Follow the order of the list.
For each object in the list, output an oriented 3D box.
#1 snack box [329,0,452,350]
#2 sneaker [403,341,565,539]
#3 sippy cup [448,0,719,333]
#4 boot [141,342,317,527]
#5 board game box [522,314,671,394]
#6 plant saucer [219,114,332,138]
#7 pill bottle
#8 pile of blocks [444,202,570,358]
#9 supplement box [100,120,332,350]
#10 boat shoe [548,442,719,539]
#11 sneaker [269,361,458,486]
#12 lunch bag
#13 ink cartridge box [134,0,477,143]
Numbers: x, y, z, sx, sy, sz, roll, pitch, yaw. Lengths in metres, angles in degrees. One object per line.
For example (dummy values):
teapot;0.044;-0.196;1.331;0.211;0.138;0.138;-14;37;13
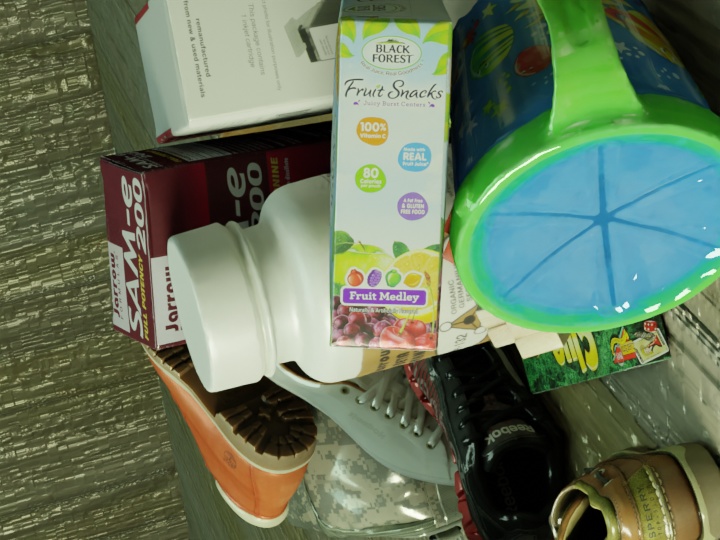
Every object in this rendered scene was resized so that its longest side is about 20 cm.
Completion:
snack box;0.013;-0.057;0.863;0.200;0.053;0.142;-90;1;-77
sneaker;0.081;0.090;1.179;0.098;0.071;0.201;117;135;-72
sippy cup;0.097;-0.063;0.835;0.178;0.140;0.130;-55;34;40
boot;-0.108;0.101;1.371;0.200;0.075;0.107;50;148;33
board game box;0.119;0.011;1.041;0.200;0.023;0.105;141;112;-76
plant saucer;-0.038;-0.072;1.392;0.200;0.035;0.200;-19;62;40
pill bottle;0.000;0.000;1.033;0.114;0.200;0.114;165;90;-77
pile of blocks;0.063;-0.047;0.954;0.082;0.062;0.200;35;-136;-49
supplement box;-0.052;-0.027;1.115;0.061;0.200;0.109;20;117;55
boat shoe;0.134;0.134;1.003;0.200;0.068;0.072;110;142;-70
sneaker;0.012;0.083;1.245;0.073;0.200;0.085;-62;-7;-15
lunch bag;0.009;0.098;1.381;0.168;0.139;0.200;-2;104;60
ink cartridge box;-0.020;-0.134;1.078;0.147;0.200;0.083;179;80;-77
